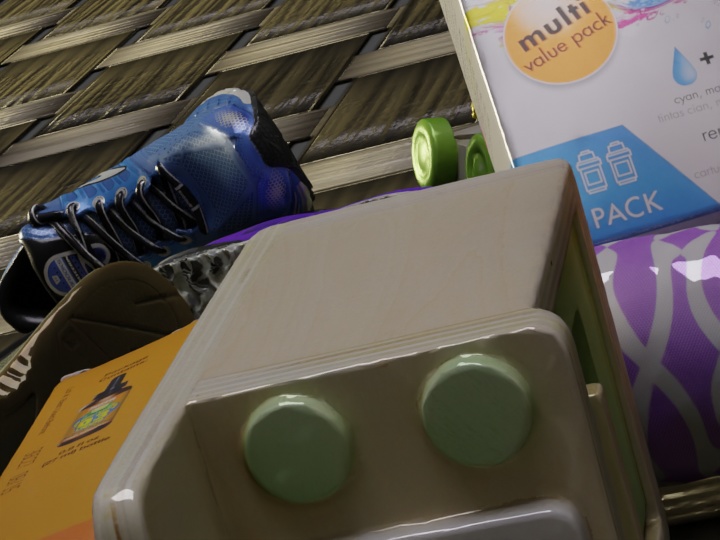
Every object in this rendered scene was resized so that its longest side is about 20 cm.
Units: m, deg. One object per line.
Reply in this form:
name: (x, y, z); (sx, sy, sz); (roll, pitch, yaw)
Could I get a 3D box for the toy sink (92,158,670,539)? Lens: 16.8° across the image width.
toy sink: (0.020, 0.068, 0.655); (0.111, 0.131, 0.200); (-13, 16, 14)

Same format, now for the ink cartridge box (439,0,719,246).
ink cartridge box: (0.091, -0.092, 0.870); (0.114, 0.201, 0.068); (-16, -26, -1)

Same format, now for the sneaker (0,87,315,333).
sneaker: (-0.097, -0.013, 1.086); (0.089, 0.079, 0.200); (-33, 0, -43)

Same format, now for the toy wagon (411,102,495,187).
toy wagon: (0.102, -0.051, 1.065); (0.154, 0.040, 0.200); (-5, 10, -18)

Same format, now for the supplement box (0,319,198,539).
supplement box: (-0.082, 0.086, 0.805); (0.066, 0.069, 0.200); (-22, 17, 13)

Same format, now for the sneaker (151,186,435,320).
sneaker: (0.000, -0.001, 1.008); (0.198, 0.070, 0.099); (-9, 10, 19)

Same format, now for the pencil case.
pencil case: (0.066, 0.034, 0.792); (0.198, 0.085, 0.085); (-12, 13, 22)

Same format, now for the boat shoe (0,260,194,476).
boat shoe: (-0.139, 0.076, 0.920); (0.201, 0.072, 0.066); (-46, 1, -36)
